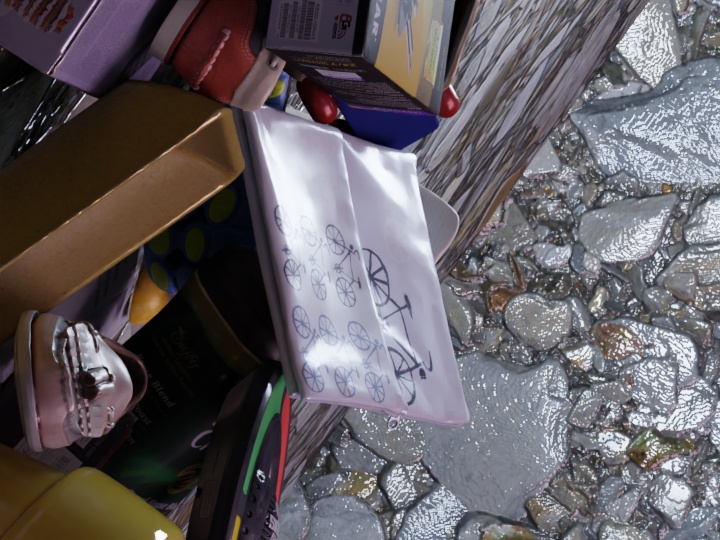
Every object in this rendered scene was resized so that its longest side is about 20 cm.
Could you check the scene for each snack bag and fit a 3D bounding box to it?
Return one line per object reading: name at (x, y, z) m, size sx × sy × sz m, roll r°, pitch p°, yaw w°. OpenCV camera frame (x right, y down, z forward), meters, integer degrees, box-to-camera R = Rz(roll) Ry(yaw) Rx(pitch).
snack bag at (0.000, 0.000, 1.763) m, size 0.021 × 0.190 × 0.200 m, roll -22°, pitch 159°, yaw 28°

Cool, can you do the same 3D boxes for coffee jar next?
coffee jar at (-0.104, 0.073, 1.787) m, size 0.200 × 0.085 × 0.104 m, roll -43°, pitch 153°, yaw 13°

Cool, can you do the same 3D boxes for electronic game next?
electronic game at (-0.068, 0.149, 1.691) m, size 0.200 × 0.041 × 0.201 m, roll 11°, pitch 90°, yaw -84°

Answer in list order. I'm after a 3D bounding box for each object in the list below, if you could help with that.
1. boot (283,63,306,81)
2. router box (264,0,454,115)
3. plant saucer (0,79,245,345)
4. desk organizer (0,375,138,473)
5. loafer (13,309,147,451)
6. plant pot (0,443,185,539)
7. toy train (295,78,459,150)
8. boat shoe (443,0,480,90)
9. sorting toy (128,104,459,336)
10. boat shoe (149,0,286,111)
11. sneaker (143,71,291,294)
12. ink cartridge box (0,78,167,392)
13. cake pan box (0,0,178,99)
boot at (-0.032, -0.169, 1.668) m, size 0.200 × 0.097 × 0.075 m, roll -46°, pitch 169°, yaw -49°
router box at (0.011, -0.188, 1.475) m, size 0.157 × 0.052 × 0.201 m, roll 24°, pitch 73°, yaw -74°
plant saucer at (-0.155, -0.027, 1.518) m, size 0.200 × 0.049 × 0.200 m, roll -35°, pitch 174°, yaw -4°
desk organizer at (-0.216, 0.145, 1.716) m, size 0.200 × 0.072 × 0.077 m, roll -50°, pitch 173°, yaw -11°
loafer at (-0.146, 0.055, 1.577) m, size 0.200 × 0.062 × 0.072 m, roll 173°, pitch -88°, yaw -87°
plant pot at (-0.223, 0.164, 1.569) m, size 0.201 × 0.188 × 0.201 m, roll -54°, pitch 173°, yaw -10°
toy train at (-0.015, -0.153, 1.815) m, size 0.084 × 0.116 × 0.200 m, roll -29°, pitch 154°, yaw 2°
boat shoe at (0.043, -0.178, 1.654) m, size 0.074 × 0.069 × 0.200 m, roll -10°, pitch 145°, yaw -8°
sorting toy at (-0.036, -0.004, 1.891) m, size 0.107 × 0.179 × 0.201 m, roll 37°, pitch 70°, yaw -76°
boat shoe at (-0.043, -0.135, 1.516) m, size 0.071 × 0.062 × 0.200 m, roll -59°, pitch 177°, yaw 28°
sneaker at (-0.078, -0.075, 1.815) m, size 0.083 × 0.070 × 0.201 m, roll -67°, pitch 174°, yaw -73°
ink cartridge box at (-0.170, 0.007, 1.786) m, size 0.200 × 0.040 × 0.200 m, roll -52°, pitch 172°, yaw -25°
cake pan box at (-0.092, -0.176, 1.440) m, size 0.201 × 0.052 × 0.184 m, roll -56°, pitch 175°, yaw 4°
